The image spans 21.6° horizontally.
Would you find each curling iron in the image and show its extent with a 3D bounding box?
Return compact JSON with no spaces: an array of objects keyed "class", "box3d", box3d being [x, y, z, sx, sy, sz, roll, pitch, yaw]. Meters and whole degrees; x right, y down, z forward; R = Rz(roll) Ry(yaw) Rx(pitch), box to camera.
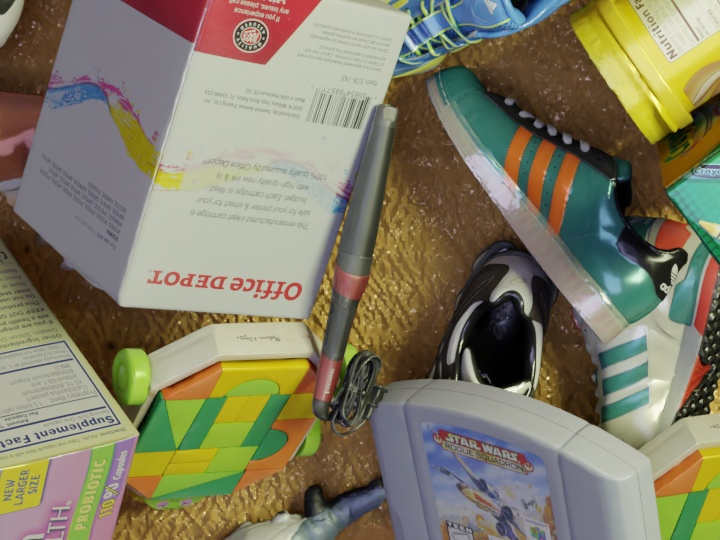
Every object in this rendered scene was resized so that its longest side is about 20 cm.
[{"class":"curling iron","box3d":[0.000,0.000,1.121,0.026,0.050,0.201,16,107,38]}]

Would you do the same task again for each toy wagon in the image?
[{"class":"toy wagon","box3d":[0.205,0.168,1.174,0.155,0.040,0.200,-5,129,-21]},{"class":"toy wagon","box3d":[-0.094,0.101,1.191,0.155,0.040,0.200,0,141,-29]}]

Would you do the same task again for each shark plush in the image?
[{"class":"shark plush","box3d":[-0.062,0.206,1.271,0.200,0.091,0.083,-47,113,-5]}]

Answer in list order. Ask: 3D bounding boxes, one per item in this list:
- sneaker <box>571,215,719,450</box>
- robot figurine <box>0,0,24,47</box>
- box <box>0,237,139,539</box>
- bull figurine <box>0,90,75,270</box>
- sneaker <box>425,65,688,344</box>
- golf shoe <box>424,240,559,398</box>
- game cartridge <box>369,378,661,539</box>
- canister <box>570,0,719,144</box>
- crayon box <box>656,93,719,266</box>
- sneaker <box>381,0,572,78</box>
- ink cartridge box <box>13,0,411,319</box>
[{"class":"sneaker","box3d":[0.173,0.058,1.190,0.093,0.070,0.200,25,112,26]},{"class":"robot figurine","box3d":[-0.289,-0.210,1.152,0.150,0.125,0.200,-31,88,10]},{"class":"box","box3d":[-0.237,0.107,1.162,0.200,0.096,0.176,49,136,36]},{"class":"bull figurine","box3d":[-0.247,-0.074,1.216,0.199,0.065,0.122,10,111,12]},{"class":"sneaker","box3d":[0.120,-0.056,1.148,0.080,0.071,0.200,-37,75,6]},{"class":"golf shoe","box3d":[0.070,0.083,1.189,0.077,0.095,0.201,13,106,4]},{"class":"game cartridge","box3d":[0.089,0.135,1.129,0.200,0.042,0.134,13,129,42]},{"class":"canister","box3d":[0.226,-0.167,1.080,0.200,0.149,0.087,-34,96,13]},{"class":"crayon box","box3d":[0.232,-0.078,1.071,0.119,0.200,0.058,-37,97,14]},{"class":"sneaker","box3d":[0.052,-0.164,1.128,0.200,0.105,0.076,-24,98,13]},{"class":"ink cartridge box","box3d":[-0.092,-0.090,1.120,0.145,0.145,0.201,34,111,46]}]
